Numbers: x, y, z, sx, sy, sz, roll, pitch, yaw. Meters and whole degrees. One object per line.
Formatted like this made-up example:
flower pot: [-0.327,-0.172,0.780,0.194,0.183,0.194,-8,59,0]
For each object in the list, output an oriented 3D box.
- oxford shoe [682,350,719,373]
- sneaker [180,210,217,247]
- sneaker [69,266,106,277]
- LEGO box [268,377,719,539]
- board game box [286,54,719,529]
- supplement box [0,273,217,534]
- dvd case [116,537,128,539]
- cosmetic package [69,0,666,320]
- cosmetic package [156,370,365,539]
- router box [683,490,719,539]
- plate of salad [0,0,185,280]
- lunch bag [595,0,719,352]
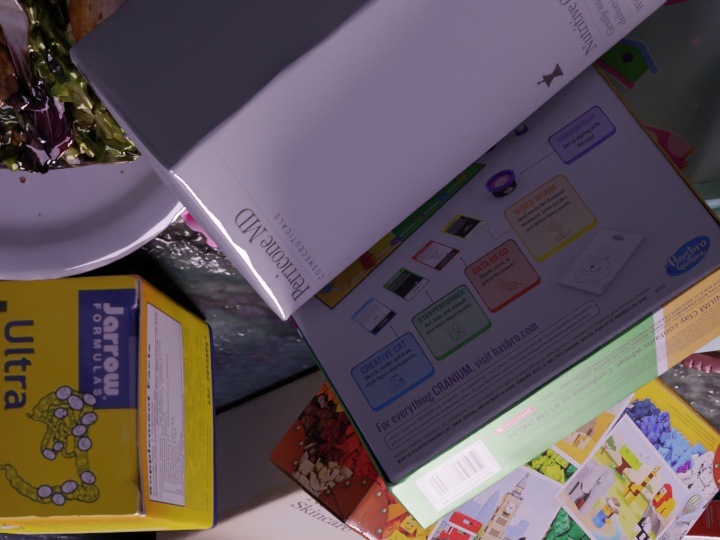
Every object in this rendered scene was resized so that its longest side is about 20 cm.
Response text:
oxford shoe: [0.213,0.018,1.125,0.199,0.075,0.070,8,-172,11]
sneaker: [0.000,0.000,0.990,0.200,0.079,0.095,36,175,-10]
sneaker: [-0.130,-0.050,1.000,0.087,0.074,0.200,6,150,-16]
LEGO box: [0.076,0.091,1.132,0.200,0.149,0.077,38,178,-40]
board game box: [0.036,-0.024,0.868,0.153,0.200,0.040,-33,144,2]
supplement box: [-0.138,0.069,1.092,0.109,0.109,0.200,-2,171,5]
dvd case: [-0.039,0.210,1.396,0.200,0.025,0.150,18,177,-26]
cosmetic package: [0.008,-0.091,0.826,0.200,0.081,0.113,-42,143,-3]
cosmetic package: [-0.009,0.110,1.256,0.200,0.073,0.103,-25,141,37]
router box: [0.199,0.182,1.393,0.179,0.049,0.200,3,148,-4]
plate of salad: [-0.146,-0.085,0.877,0.199,0.048,0.201,4,114,9]
lunch bag: [0.114,-0.040,0.922,0.199,0.161,0.077,-9,148,17]
